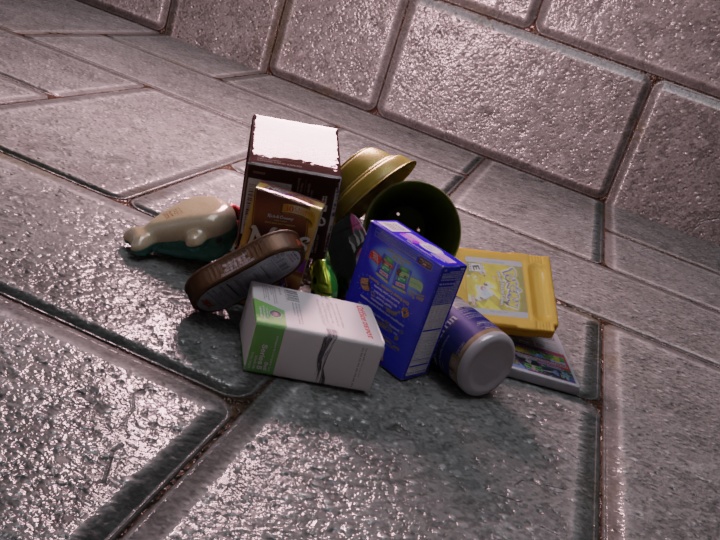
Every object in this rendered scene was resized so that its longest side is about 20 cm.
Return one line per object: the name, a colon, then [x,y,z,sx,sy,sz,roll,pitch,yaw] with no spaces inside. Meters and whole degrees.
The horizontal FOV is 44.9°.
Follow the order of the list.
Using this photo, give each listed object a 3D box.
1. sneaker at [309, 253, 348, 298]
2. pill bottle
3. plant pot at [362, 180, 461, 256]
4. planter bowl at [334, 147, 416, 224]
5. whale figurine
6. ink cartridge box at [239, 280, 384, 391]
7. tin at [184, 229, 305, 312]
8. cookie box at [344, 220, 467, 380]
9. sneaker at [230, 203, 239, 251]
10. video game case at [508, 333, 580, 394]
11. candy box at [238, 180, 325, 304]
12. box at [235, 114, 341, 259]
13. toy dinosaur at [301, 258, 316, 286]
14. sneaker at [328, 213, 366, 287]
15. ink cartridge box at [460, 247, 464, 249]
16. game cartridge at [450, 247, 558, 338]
sneaker: [-0.050,0.006,1.610,0.082,0.075,0.200,12,20,-7]
pill bottle: [0.157,0.110,1.461,0.114,0.117,0.200,4,23,-36]
plant pot: [0.091,-0.079,1.706,0.184,0.190,0.200,17,4,-4]
planter bowl: [0.005,-0.171,1.640,0.084,0.200,0.200,51,25,6]
whale figurine: [-0.313,-0.057,1.538,0.197,0.105,0.159,-20,32,-23]
ink cartridge box: [-0.077,0.099,1.319,0.197,0.085,0.146,13,20,-15]
tin: [-0.178,0.003,1.353,0.042,0.198,0.112,63,1,25]
cookie box: [0.062,0.045,1.417,0.075,0.203,0.170,-2,28,-47]
sneaker: [-0.205,-0.062,1.629,0.199,0.086,0.076,36,25,34]
video game case: [0.292,0.147,1.606,0.197,0.023,0.183,17,25,-10]
candy box: [-0.141,-0.033,1.436,0.115,0.203,0.057,17,18,-1]
box: [-0.128,-0.151,1.546,0.161,0.168,0.201,8,33,-9]
toy dinosaur: [-0.129,-0.033,1.556,0.100,0.058,0.202,15,44,-23]
sneaker: [0.000,0.000,1.575,0.079,0.203,0.086,-16,-2,13]
ink cartridge box: [0.244,0.041,1.728,0.197,0.118,0.068,23,20,9]
game cartridge: [0.267,0.039,1.631,0.196,0.033,0.179,4,53,-5]
